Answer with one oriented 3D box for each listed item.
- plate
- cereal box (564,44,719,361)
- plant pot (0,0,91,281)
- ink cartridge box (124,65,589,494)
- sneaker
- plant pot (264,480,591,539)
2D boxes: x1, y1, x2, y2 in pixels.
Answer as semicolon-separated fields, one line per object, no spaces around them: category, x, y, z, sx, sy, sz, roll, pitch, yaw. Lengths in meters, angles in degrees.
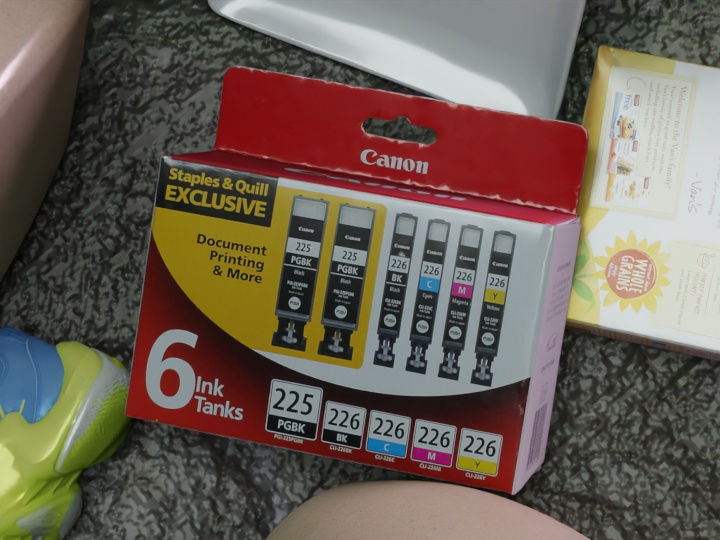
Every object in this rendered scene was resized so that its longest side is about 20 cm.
plate;0.028;-0.182;1.225;0.199;0.200;0.032;21;43;10
cereal box;0.202;-0.023;1.230;0.199;0.040;0.145;13;82;8
plant pot;-0.242;-0.085;1.205;0.199;0.200;0.177;32;53;11
ink cartridge box;0.000;0.000;1.196;0.199;0.084;0.177;10;97;13
sneaker;-0.200;0.116;1.239;0.105;0.076;0.200;29;76;23
plant pot;0.018;0.177;1.150;0.200;0.200;0.134;-47;55;-4
